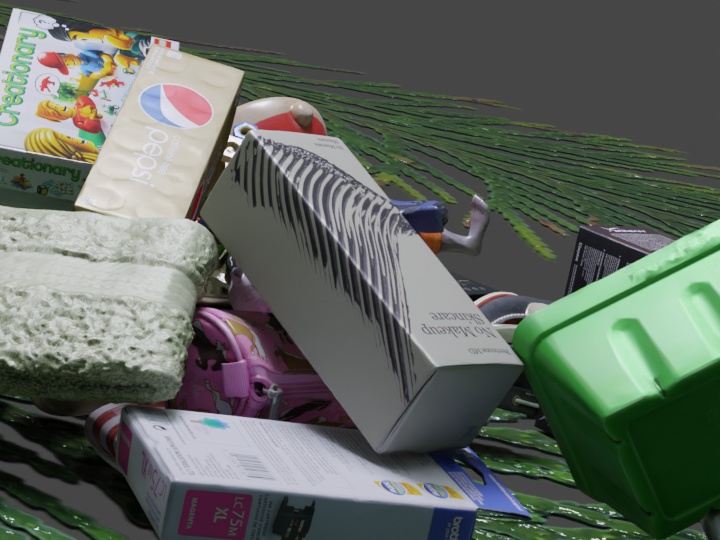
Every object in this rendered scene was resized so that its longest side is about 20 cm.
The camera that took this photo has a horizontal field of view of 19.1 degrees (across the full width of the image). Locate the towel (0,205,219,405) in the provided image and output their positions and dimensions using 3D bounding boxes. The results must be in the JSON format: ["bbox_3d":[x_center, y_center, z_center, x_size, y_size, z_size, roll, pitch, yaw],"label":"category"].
[{"bbox_3d":[-0.187,0.014,1.195,0.199,0.037,0.149,6,40,4],"label":"towel"}]

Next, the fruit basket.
[{"bbox_3d":[0.195,0.041,1.213,0.215,0.156,0.216,-20,30,12],"label":"fruit basket"}]

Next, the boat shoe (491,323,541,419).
[{"bbox_3d":[0.023,0.070,1.418,0.199,0.068,0.072,-1,5,2],"label":"boat shoe"}]

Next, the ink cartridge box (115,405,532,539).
[{"bbox_3d":[-0.021,0.115,1.137,0.199,0.042,0.119,5,14,-19],"label":"ink cartridge box"}]

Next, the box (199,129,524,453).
[{"bbox_3d":[-0.002,0.010,1.204,0.082,0.068,0.200,0,41,-47],"label":"box"}]

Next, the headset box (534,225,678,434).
[{"bbox_3d":[0.223,0.068,1.425,0.077,0.149,0.200,-1,17,-43],"label":"headset box"}]

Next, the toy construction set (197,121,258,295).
[{"bbox_3d":[-0.105,-0.032,1.487,0.131,0.200,0.092,27,-26,14],"label":"toy construction set"}]

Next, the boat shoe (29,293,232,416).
[{"bbox_3d":[-0.131,0.045,1.327,0.065,0.072,0.200,-10,0,32],"label":"boat shoe"}]

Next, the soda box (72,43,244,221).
[{"bbox_3d":[-0.131,-0.062,1.362,0.068,0.064,0.200,17,36,-1],"label":"soda box"}]

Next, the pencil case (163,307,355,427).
[{"bbox_3d":[-0.024,0.061,1.278,0.200,0.083,0.087,1,52,-44],"label":"pencil case"}]

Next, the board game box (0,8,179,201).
[{"bbox_3d":[-0.196,-0.113,1.496,0.126,0.035,0.200,10,33,-8],"label":"board game box"}]

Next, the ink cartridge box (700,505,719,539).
[{"bbox_3d":[0.267,0.140,1.166,0.144,0.084,0.200,-21,13,4],"label":"ink cartridge box"}]

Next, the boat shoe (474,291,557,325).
[{"bbox_3d":[0.135,0.058,1.579,0.062,0.071,0.200,24,13,34],"label":"boat shoe"}]

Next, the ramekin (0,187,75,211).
[{"bbox_3d":[-0.261,-0.038,1.538,0.200,0.105,0.200,12,13,-3],"label":"ramekin"}]

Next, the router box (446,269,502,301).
[{"bbox_3d":[-0.016,0.024,1.588,0.200,0.062,0.150,-1,19,-45],"label":"router box"}]

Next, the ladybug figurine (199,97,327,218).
[{"bbox_3d":[-0.094,-0.054,1.636,0.136,0.200,0.072,4,50,-38],"label":"ladybug figurine"}]

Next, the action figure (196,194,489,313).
[{"bbox_3d":[0.000,0.000,1.359,0.193,0.105,0.200,-14,10,-43],"label":"action figure"}]

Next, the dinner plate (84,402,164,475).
[{"bbox_3d":[-0.063,0.115,1.238,0.200,0.024,0.200,12,14,-3],"label":"dinner plate"}]
